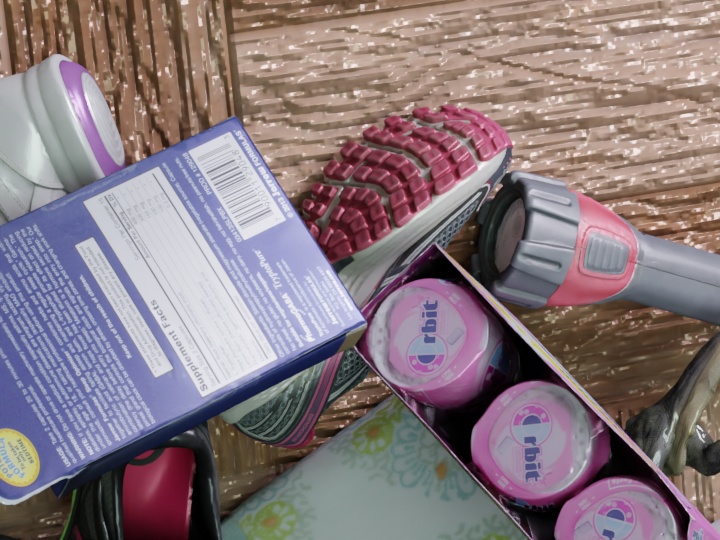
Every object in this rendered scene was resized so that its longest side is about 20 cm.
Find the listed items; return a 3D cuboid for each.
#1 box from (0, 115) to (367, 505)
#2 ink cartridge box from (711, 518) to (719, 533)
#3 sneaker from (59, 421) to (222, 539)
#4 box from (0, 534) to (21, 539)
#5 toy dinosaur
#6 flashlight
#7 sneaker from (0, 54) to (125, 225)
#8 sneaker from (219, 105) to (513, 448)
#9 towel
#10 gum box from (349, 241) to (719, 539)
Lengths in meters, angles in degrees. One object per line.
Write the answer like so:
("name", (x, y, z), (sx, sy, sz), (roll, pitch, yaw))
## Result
("box", (-0.110, 0.021, 1.334), (0.199, 0.032, 0.121), (-26, 76, -28))
("ink cartridge box", (0.163, 0.241, 1.548), (0.199, 0.085, 0.145), (-29, 108, -8))
("sneaker", (-0.107, 0.144, 1.391), (0.076, 0.084, 0.201), (-3, 113, -15))
("box", (-0.154, 0.246, 1.472), (0.160, 0.049, 0.201), (16, 96, -21))
("toy dinosaur", (0.162, 0.096, 1.482), (0.047, 0.088, 0.200), (15, 125, -37))
("flashlight", (0.157, 0.004, 1.511), (0.199, 0.068, 0.068), (15, 133, -24))
("sneaker", (-0.147, -0.003, 1.422), (0.099, 0.075, 0.201), (-16, 107, 7))
("sneaker", (0.000, 0.000, 1.459), (0.200, 0.081, 0.075), (-45, 128, 2))
("towel", (0.044, 0.156, 1.459), (0.171, 0.200, 0.048), (-34, 153, -10))
("gum box", (0.091, 0.089, 1.388), (0.066, 0.200, 0.113), (-44, 154, 2))
